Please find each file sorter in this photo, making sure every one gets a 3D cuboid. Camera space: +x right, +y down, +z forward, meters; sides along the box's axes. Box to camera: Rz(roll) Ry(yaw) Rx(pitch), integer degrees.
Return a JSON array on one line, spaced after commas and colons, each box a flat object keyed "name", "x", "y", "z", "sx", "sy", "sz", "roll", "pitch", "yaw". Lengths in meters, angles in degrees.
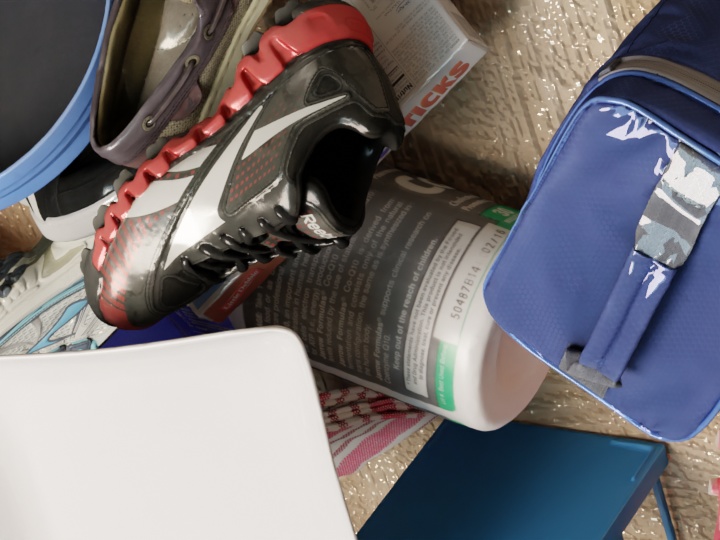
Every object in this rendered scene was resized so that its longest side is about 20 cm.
[{"name": "file sorter", "x": 0.072, "y": 0.192, "z": 1.417, "sx": 0.139, "sy": 0.200, "sz": 0.123, "roll": 7, "pitch": 131, "yaw": 34}]

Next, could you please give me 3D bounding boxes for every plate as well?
[{"name": "plate", "x": -0.097, "y": 0.113, "z": 1.320, "sx": 0.199, "sy": 0.032, "sz": 0.200, "roll": -6, "pitch": 121, "yaw": 18}]

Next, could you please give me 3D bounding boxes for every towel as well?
[{"name": "towel", "x": -0.036, "y": 0.099, "z": 1.436, "sx": 0.146, "sy": 0.200, "sz": 0.030, "roll": -33, "pitch": 71, "yaw": 50}]

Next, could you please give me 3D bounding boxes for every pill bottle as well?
[{"name": "pill bottle", "x": 0.000, "y": 0.000, "z": 1.378, "sx": 0.200, "sy": 0.113, "sz": 0.113, "roll": 20, "pitch": 133, "yaw": 24}]

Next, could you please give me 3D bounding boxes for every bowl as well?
[{"name": "bowl", "x": -0.206, "y": -0.119, "z": 1.399, "sx": 0.200, "sy": 0.201, "sz": 0.039, "roll": 10, "pitch": 165, "yaw": 32}]

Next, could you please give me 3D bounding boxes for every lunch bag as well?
[{"name": "lunch bag", "x": 0.145, "y": -0.019, "z": 1.236, "sx": 0.136, "sy": 0.132, "sz": 0.200, "roll": 34, "pitch": 137, "yaw": 11}]

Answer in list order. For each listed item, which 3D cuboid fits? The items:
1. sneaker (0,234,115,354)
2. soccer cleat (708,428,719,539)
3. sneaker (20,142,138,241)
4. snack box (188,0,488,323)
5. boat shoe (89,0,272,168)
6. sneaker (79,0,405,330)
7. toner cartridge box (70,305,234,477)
[{"name": "sneaker", "x": -0.168, "y": 0.026, "z": 1.491, "sx": 0.086, "sy": 0.200, "sz": 0.078, "roll": 47, "pitch": -179, "yaw": -18}, {"name": "soccer cleat", "x": 0.217, "y": 0.137, "z": 1.370, "sx": 0.076, "sy": 0.067, "sz": 0.200, "roll": 5, "pitch": 126, "yaw": -4}, {"name": "sneaker", "x": -0.176, "y": -0.084, "z": 1.429, "sx": 0.112, "sy": 0.073, "sz": 0.200, "roll": 58, "pitch": 164, "yaw": -19}, {"name": "snack box", "x": -0.028, "y": -0.067, "z": 1.320, "sx": 0.200, "sy": 0.024, "sz": 0.072, "roll": -45, "pitch": 62, "yaw": 18}, {"name": "boat shoe", "x": -0.086, "y": -0.143, "z": 1.306, "sx": 0.072, "sy": 0.065, "sz": 0.200, "roll": 24, "pitch": 103, "yaw": 33}, {"name": "sneaker", "x": -0.054, "y": -0.033, "z": 1.272, "sx": 0.200, "sy": 0.071, "sz": 0.098, "roll": -46, "pitch": 59, "yaw": 16}, {"name": "toner cartridge box", "x": -0.109, "y": 0.067, "z": 1.445, "sx": 0.043, "sy": 0.095, "sz": 0.200, "roll": 48, "pitch": -176, "yaw": 10}]
